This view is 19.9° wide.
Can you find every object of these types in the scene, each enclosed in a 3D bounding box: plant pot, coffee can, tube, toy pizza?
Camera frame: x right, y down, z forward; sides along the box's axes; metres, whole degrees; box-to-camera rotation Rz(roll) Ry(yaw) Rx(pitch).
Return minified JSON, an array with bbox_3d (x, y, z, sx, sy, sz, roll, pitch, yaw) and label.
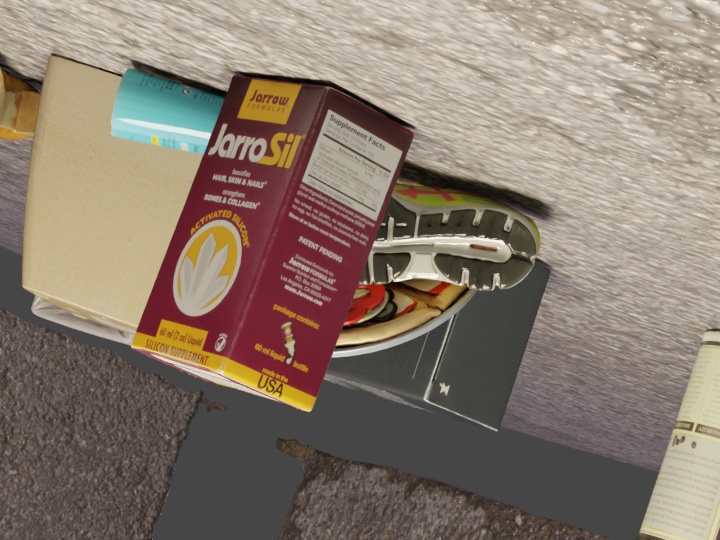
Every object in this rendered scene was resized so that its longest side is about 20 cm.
[{"bbox_3d":[-0.163,-0.037,1.638,0.199,0.178,0.200,18,172,11],"label":"plant pot"},{"bbox_3d":[0.333,0.170,1.767,0.146,0.201,0.146,19,174,2],"label":"coffee can"},{"bbox_3d":[-0.079,-0.099,1.491,0.199,0.051,0.077,14,-176,2],"label":"tube"},{"bbox_3d":[0.000,0.000,1.577,0.200,0.200,0.032,14,131,41],"label":"toy pizza"}]

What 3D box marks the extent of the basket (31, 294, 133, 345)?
[{"bbox_3d":[-0.337,0.031,2.872,0.199,0.136,0.123,15,174,35],"label":"basket"}]

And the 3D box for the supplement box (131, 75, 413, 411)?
[{"bbox_3d":[-0.059,-0.020,1.366,0.086,0.201,0.110,26,171,-40],"label":"supplement box"}]

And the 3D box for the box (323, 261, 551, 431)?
[{"bbox_3d":[0.039,0.036,1.761,0.200,0.149,0.107,14,172,44],"label":"box"}]

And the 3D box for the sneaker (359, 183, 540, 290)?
[{"bbox_3d":[0.043,-0.029,1.521,0.199,0.079,0.090,14,-165,18],"label":"sneaker"}]

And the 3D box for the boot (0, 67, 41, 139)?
[{"bbox_3d":[-0.343,-0.149,1.696,0.144,0.071,0.201,11,174,37],"label":"boot"}]
